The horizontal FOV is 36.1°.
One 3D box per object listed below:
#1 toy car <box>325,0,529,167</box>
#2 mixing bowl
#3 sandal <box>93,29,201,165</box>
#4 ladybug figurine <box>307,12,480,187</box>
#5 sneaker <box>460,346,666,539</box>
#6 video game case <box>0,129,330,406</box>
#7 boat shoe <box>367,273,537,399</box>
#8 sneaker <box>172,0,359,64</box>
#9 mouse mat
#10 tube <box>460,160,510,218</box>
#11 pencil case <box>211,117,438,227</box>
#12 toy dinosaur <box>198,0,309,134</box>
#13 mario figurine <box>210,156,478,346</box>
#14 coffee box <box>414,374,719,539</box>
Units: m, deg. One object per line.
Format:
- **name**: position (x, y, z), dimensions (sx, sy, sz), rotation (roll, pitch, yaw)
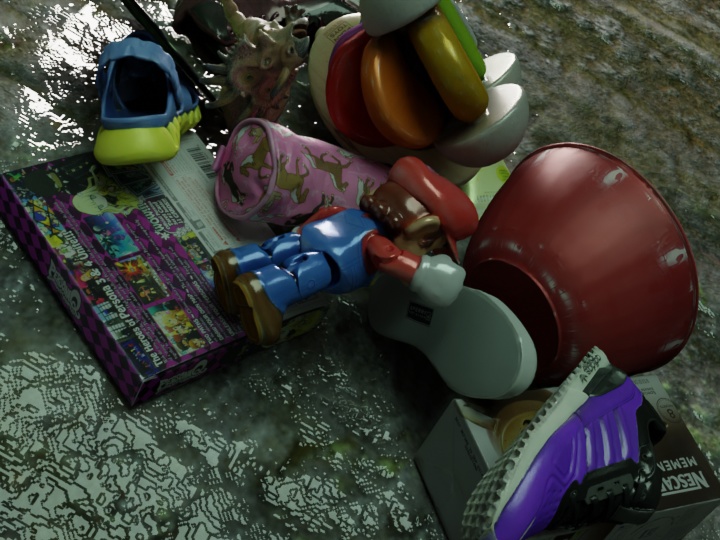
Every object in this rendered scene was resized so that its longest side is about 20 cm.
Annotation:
- **toy car**: position (0.041, -0.167, 0.899), dimensions (0.176, 0.148, 0.201), rotation (55, 19, -22)
- **mixing bowl**: position (0.152, 0.013, 0.869), dimensions (0.108, 0.201, 0.201), rotation (-28, 67, -35)
- **sandal**: position (-0.167, -0.147, 0.868), dimensions (0.078, 0.089, 0.200), rotation (-3, 20, -7)
- **ladybug figurine**: position (0.032, -0.150, 1.017), dimensions (0.135, 0.072, 0.200), rotation (-41, 81, -14)
- **sneaker**: position (0.146, 0.133, 0.716), dimensions (0.099, 0.070, 0.200), rotation (41, 45, 9)
- **video game case**: position (-0.146, -0.013, 0.829), dimensions (0.180, 0.036, 0.201), rotation (-21, 63, -43)
- **boat shoe**: position (0.079, 0.044, 0.827), dimensions (0.063, 0.072, 0.199), rotation (15, 8, -30)
- **sneaker**: position (-0.086, -0.217, 1.043), dimensions (0.196, 0.076, 0.117), rotation (13, 49, -4)
- **mouse mat**: position (-0.179, -0.207, 0.915), dimensions (0.008, 0.200, 0.161), rotation (-42, 72, -1)
- **tube**: position (0.100, -0.128, 1.076), dimensions (0.052, 0.057, 0.202), rotation (49, 18, -60)
- **pencil case**: position (-0.021, -0.065, 0.888), dimensions (0.198, 0.086, 0.084), rotation (10, 64, -42)
- **toy dinosaur**: position (-0.086, -0.150, 0.905), dimensions (0.084, 0.201, 0.138), rotation (1, 58, -4)
- **mario figurine**: position (0.000, 0.000, 0.796), dimensions (0.197, 0.106, 0.125), rotation (-23, 68, -19)
- **coffee box**: position (0.155, 0.152, 0.814), dimensions (0.197, 0.080, 0.114), rotation (-2, 51, -30)
